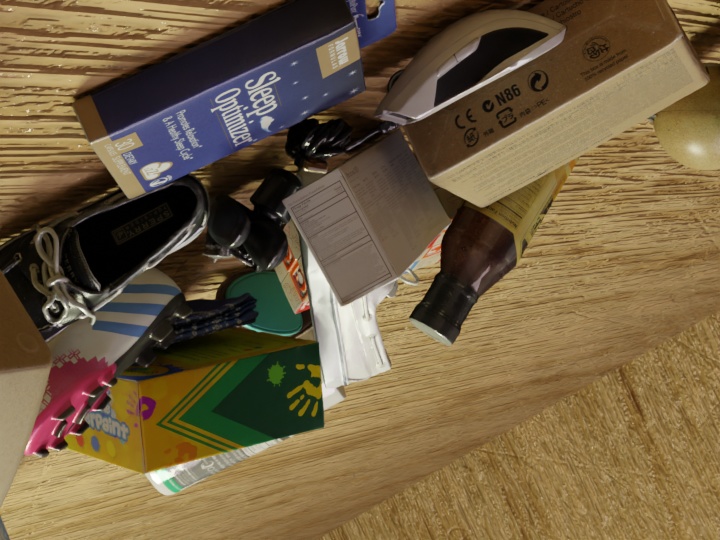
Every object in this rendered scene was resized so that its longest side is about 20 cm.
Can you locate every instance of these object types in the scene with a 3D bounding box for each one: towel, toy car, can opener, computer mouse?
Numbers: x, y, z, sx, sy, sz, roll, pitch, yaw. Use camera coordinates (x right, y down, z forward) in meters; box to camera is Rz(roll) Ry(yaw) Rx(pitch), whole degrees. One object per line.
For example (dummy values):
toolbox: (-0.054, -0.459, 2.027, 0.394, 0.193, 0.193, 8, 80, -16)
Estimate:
towel: (-0.192, 0.046, 1.317, 0.199, 0.024, 0.144, -13, -173, -41)
toy car: (0.299, -0.148, 1.437, 0.198, 0.160, 0.163, 1, -178, 37)
can opener: (-0.078, -0.031, 1.159, 0.200, 0.063, 0.079, -101, -148, -82)
computer mouse: (0.039, -0.124, 1.120, 0.199, 0.044, 0.110, -29, -174, -1)

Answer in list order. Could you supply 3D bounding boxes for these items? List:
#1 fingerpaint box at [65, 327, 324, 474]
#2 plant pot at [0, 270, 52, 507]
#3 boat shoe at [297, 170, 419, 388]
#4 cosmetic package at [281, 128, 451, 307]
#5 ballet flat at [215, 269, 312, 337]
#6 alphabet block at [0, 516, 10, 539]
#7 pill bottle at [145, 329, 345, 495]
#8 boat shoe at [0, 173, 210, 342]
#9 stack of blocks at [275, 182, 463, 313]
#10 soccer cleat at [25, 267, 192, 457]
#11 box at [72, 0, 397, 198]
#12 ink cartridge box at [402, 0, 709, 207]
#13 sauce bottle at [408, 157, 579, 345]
fingerpaint box: (-0.152, 0.093, 1.342, 0.166, 0.074, 0.199, -11, -169, -38)
plant pot: (-0.287, 0.056, 0.928, 0.177, 0.201, 0.199, -46, 159, 26)
boat shoe: (0.001, 0.004, 1.311, 0.085, 0.075, 0.204, -11, 126, -4)
cosmetic package: (0.008, -0.040, 1.196, 0.050, 0.083, 0.200, -26, -176, 17)
ballet flat: (-0.071, 0.034, 1.504, 0.067, 0.069, 0.199, -27, 168, 37)
alphabet block: (-0.422, 0.314, 1.646, 0.198, 0.197, 0.197, -22, 165, -13)
pill bottle: (-0.122, 0.123, 1.643, 0.198, 0.114, 0.113, -27, 167, 4)
boat shoe: (-0.184, 0.000, 1.097, 0.198, 0.074, 0.068, -26, -175, -2)
stack of blocks: (0.034, -0.040, 1.421, 0.198, 0.059, 0.115, -20, 166, -22)
soccer cleat: (-0.196, 0.052, 1.176, 0.070, 0.086, 0.200, -56, 174, 36)
box: (-0.064, -0.110, 1.020, 0.198, 0.033, 0.121, -26, 167, -2)
ink cartridge box: (0.138, -0.130, 1.228, 0.199, 0.076, 0.165, -29, 168, 13)
sauce bottle: (0.104, -0.036, 1.350, 0.201, 0.066, 0.066, -58, 169, -7)
